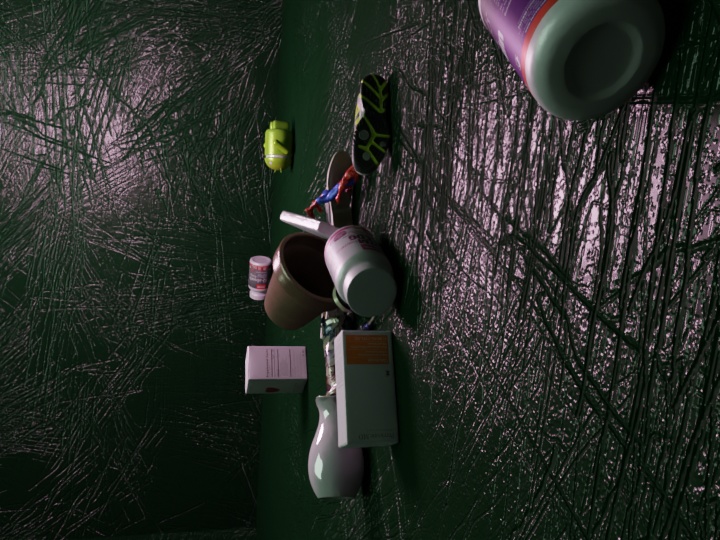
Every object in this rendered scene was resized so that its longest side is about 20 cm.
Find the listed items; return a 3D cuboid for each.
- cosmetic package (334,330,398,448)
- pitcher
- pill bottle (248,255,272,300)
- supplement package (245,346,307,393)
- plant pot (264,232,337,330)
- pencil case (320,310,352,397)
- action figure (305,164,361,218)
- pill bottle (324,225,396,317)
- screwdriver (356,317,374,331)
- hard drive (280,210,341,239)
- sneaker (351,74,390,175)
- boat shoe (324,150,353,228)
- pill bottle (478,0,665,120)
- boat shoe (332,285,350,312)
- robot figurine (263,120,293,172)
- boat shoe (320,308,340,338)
[{"bbox_3d":[0.009,0.217,1.209,0.071,0.099,0.205,128,141,-66],"label":"cosmetic package"},{"bbox_3d":[-0.045,0.387,1.423,0.172,0.118,0.205,53,-147,-63],"label":"pitcher"},{"bbox_3d":[-0.513,0.039,3.355,0.116,0.113,0.205,-120,33,-64],"label":"pill bottle"},{"bbox_3d":[-0.284,0.333,2.197,0.122,0.195,0.122,112,156,-55],"label":"supplement package"},{"bbox_3d":[-0.139,0.042,1.532,0.175,0.197,0.203,-49,37,37],"label":"plant pot"},{"bbox_3d":[-0.048,0.198,1.489,0.090,0.076,0.204,73,-171,-57],"label":"pencil case"},{"bbox_3d":[-0.044,-0.182,1.468,0.199,0.052,0.066,-39,6,39],"label":"action figure"},{"bbox_3d":[0.000,0.000,1.245,0.201,0.111,0.116,-119,33,-63],"label":"pill bottle"},{"bbox_3d":[0.022,0.106,1.323,0.029,0.028,0.200,58,158,8],"label":"screwdriver"},{"bbox_3d":[-0.083,-0.089,1.458,0.199,0.130,0.027,21,90,58],"label":"hard drive"},{"bbox_3d":[0.022,-0.280,1.302,0.077,0.074,0.205,116,163,-75],"label":"sneaker"},{"bbox_3d":[-0.054,-0.182,1.575,0.066,0.073,0.205,16,113,63],"label":"boat shoe"},{"bbox_3d":[0.170,-0.228,0.574,0.202,0.110,0.114,-103,20,-46],"label":"pill bottle"},{"bbox_3d":[-0.022,0.011,1.453,0.063,0.073,0.203,-42,24,20],"label":"boat shoe"},{"bbox_3d":[-0.330,-0.500,2.662,0.175,0.113,0.205,-168,79,-64],"label":"robot figurine"},{"bbox_3d":[-0.089,0.076,1.658,0.075,0.084,0.207,137,132,-71],"label":"boat shoe"}]
